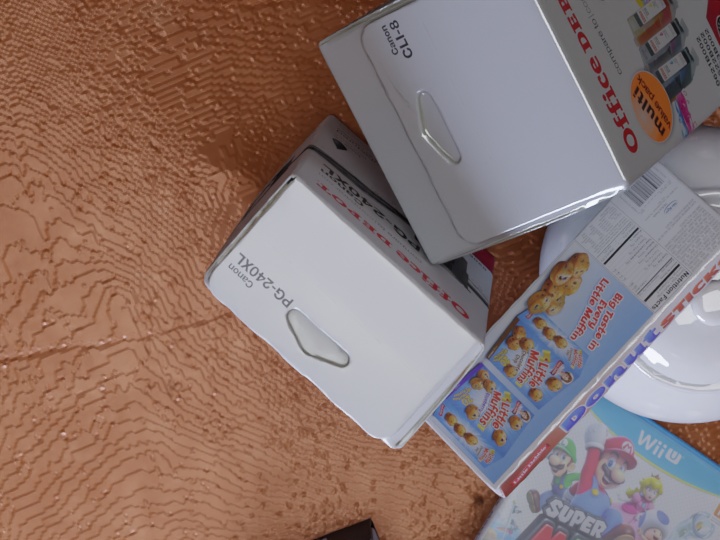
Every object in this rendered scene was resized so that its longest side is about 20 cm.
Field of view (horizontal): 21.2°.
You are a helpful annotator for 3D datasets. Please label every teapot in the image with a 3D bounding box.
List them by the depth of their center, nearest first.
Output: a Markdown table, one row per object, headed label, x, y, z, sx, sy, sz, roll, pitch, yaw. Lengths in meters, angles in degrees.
| label | x | y | z | sx | sy | sz | roll | pitch | yaw |
| --- | --- | --- | --- | --- | --- | --- | --- | --- | --- |
| teapot | 0.206 | 0.005 | 1.157 | 0.196 | 0.146 | 0.201 | 16 | 97 | -3 |

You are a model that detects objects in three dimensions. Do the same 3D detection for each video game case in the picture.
| label | x | y | z | sx | sy | sz | roll | pitch | yaw |
| --- | --- | --- | --- | --- | --- | --- | --- | --- | --- |
| video game case | 0.145 | 0.187 | 1.217 | 0.143 | 0.018 | 0.201 | 33 | 79 | -4 |

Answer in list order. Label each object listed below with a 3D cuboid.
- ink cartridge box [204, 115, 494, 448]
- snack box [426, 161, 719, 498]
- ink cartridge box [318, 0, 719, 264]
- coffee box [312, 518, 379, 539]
| label | x | y | z | sx | sy | sz | roll | pitch | yaw |
| --- | --- | --- | --- | --- | --- | --- | --- | --- | --- |
| ink cartridge box | 0.000 | 0.000 | 1.124 | 0.145 | 0.200 | 0.083 | 41 | 104 | -6 |
| snack box | 0.124 | 0.032 | 1.094 | 0.200 | 0.024 | 0.072 | -47 | 62 | 3 |
| ink cartridge box | 0.106 | -0.120 | 1.091 | 0.144 | 0.200 | 0.146 | -22 | 101 | 40 |
| coffee box | -0.008 | 0.277 | 1.227 | 0.112 | 0.080 | 0.201 | -20 | 98 | 3 |
